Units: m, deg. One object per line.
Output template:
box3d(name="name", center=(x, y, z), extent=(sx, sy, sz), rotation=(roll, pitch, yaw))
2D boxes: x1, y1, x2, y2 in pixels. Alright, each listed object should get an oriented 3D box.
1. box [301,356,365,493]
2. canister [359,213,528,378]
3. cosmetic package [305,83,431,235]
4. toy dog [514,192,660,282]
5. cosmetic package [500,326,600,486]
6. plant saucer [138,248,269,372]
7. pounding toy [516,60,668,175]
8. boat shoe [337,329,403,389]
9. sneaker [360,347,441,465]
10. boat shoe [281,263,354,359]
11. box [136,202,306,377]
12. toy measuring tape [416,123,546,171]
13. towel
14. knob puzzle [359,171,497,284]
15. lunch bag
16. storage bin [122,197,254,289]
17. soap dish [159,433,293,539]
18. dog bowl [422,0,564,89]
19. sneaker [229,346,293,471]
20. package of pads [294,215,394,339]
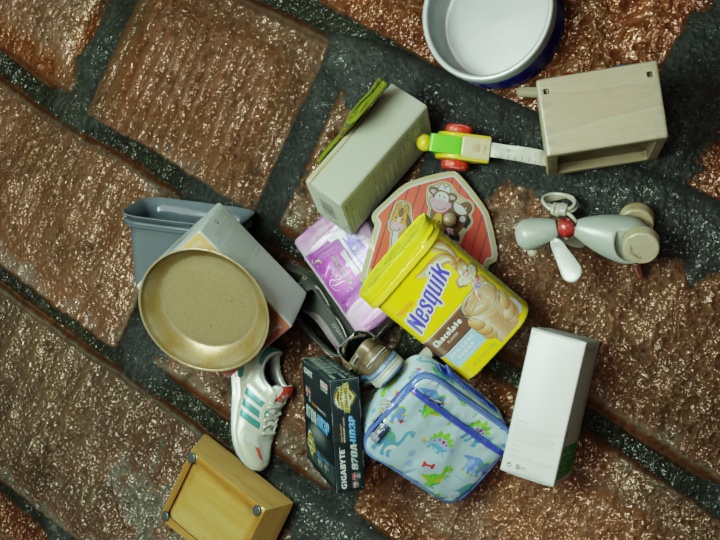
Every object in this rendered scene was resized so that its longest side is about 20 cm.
box3d(name="box", center=(-0.042, 0.220, 1.575), extent=(0.045, 0.200, 0.162), rotation=(-4, 96, -14))
box3d(name="canister", center=(0.120, 0.039, 1.517), extent=(0.199, 0.087, 0.149), rotation=(38, 107, -9))
box3d(name="cosmetic package", center=(0.016, -0.163, 1.590), extent=(0.073, 0.104, 0.201), rotation=(34, 75, 22))
box3d(name="toy dog", center=(0.322, -0.032, 1.488), extent=(0.198, 0.132, 0.098), rotation=(11, 124, 32))
box3d(name="cosmetic package", center=(0.265, 0.186, 1.498), extent=(0.084, 0.107, 0.203), rotation=(15, 95, 24))
box3d(name="plant saucer", center=(-0.224, 0.052, 1.568), extent=(0.197, 0.036, 0.203), rotation=(5, 117, 10))
box3d(name="pounding toy", center=(0.308, -0.217, 1.468), extent=(0.181, 0.200, 0.144), rotation=(-8, 84, 10))
box3d(name="boat shoe", center=(0.008, 0.123, 1.563), extent=(0.072, 0.200, 0.072), rotation=(-44, 94, -16))
box3d(name="sneaker", center=(0.041, 0.188, 1.613), extent=(0.093, 0.070, 0.201), rotation=(33, 105, 19))
box3d(name="boat shoe", center=(-0.071, 0.062, 1.687), extent=(0.200, 0.057, 0.067), rotation=(47, 107, 19))
box3d(name="box", center=(-0.208, 0.031, 1.635), extent=(0.152, 0.107, 0.200), rotation=(-39, 103, 25))
box3d(name="toy measuring tape", center=(0.180, -0.177, 1.589), extent=(0.197, 0.074, 0.075), rotation=(8, 91, 3))
box3d(name="towel", center=(-0.018, -0.219, 1.598), extent=(0.018, 0.200, 0.086), rotation=(42, 71, -4))
box3d(name="knob puzzle", center=(0.110, -0.052, 1.577), extent=(0.216, 0.030, 0.223), rotation=(1, 81, -3))
box3d(name="lunch bag", center=(0.107, 0.224, 1.528), extent=(0.199, 0.083, 0.161), rotation=(38, 103, -22))
box3d(name="storage bin", center=(-0.278, -0.034, 1.749), extent=(0.197, 0.146, 0.136), rotation=(8, 108, 9))
box3d(name="soap dish", center=(-0.222, 0.386, 1.732), extent=(0.199, 0.081, 0.159), rotation=(32, 101, 24))
box3d(name="dog bowl", center=(0.195, -0.370, 1.569), extent=(0.197, 0.079, 0.203), rotation=(-1, 87, 26))
box3d(name="sneaker", center=(-0.153, 0.217, 1.712), extent=(0.092, 0.070, 0.203), rotation=(-8, 82, 30))
box3d(name="package of pads", center=(0.000, 0.000, 1.646), extent=(0.120, 0.076, 0.201), rotation=(-40, 73, 13))
